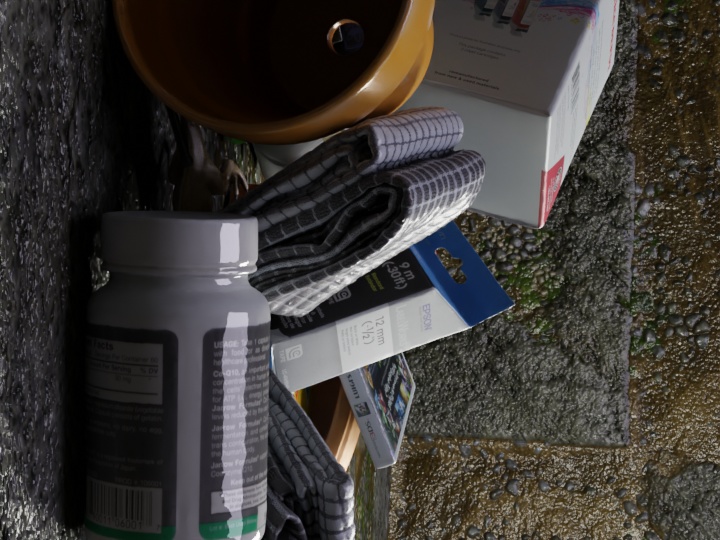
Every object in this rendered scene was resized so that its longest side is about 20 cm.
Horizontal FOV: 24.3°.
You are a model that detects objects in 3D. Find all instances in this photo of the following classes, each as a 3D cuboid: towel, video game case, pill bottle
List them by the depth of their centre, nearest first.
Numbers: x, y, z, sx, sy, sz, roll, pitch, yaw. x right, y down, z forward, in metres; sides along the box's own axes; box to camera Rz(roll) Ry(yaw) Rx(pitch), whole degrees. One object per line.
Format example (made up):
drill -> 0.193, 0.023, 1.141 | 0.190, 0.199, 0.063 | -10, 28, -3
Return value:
pill bottle -> -0.111, 0.066, 1.013 | 0.113, 0.113, 0.200 | -35, 127, -82
towel -> -0.025, -0.029, 1.117 | 0.086, 0.200, 0.166 | 60, 25, 1
towel -> -0.076, 0.177, 1.185 | 0.200, 0.085, 0.166 | -130, -147, -53
video game case -> 0.000, 0.057, 1.470 | 0.200, 0.023, 0.182 | -66, 136, -74

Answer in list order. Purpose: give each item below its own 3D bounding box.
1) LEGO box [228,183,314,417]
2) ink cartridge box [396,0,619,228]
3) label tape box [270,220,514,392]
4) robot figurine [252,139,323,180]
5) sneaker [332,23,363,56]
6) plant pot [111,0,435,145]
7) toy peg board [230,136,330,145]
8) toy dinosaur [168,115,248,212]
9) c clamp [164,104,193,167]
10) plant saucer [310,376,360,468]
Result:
LEGO box -> -0.081, 0.048, 1.451 | 0.149, 0.077, 0.200 | 85, 10, -49
ink cartridge box -> 0.118, -0.168, 1.376 | 0.145, 0.144, 0.200 | 85, 27, -52
label tape box -> 0.000, 0.000, 1.303 | 0.066, 0.200, 0.143 | 81, -16, -44
robot figurine -> -0.047, -0.132, 1.560 | 0.200, 0.113, 0.170 | 76, 0, -69
sneaker -> -0.009, -0.220, 1.290 | 0.078, 0.070, 0.200 | -110, -176, -46
plant pot -> -0.035, -0.173, 1.099 | 0.183, 0.200, 0.200 | 19, 73, -72
toy peg board -> -0.087, -0.207, 1.375 | 0.200, 0.098, 0.199 | 64, 13, -77
toy dinosaur -> -0.117, -0.066, 1.180 | 0.101, 0.058, 0.200 | -39, 131, -80
c clamp -> -0.105, -0.164, 1.182 | 0.200, 0.027, 0.171 | -22, 97, -64
plant saucer -> -0.049, 0.155, 1.514 | 0.200, 0.037, 0.200 | -54, -158, 34
